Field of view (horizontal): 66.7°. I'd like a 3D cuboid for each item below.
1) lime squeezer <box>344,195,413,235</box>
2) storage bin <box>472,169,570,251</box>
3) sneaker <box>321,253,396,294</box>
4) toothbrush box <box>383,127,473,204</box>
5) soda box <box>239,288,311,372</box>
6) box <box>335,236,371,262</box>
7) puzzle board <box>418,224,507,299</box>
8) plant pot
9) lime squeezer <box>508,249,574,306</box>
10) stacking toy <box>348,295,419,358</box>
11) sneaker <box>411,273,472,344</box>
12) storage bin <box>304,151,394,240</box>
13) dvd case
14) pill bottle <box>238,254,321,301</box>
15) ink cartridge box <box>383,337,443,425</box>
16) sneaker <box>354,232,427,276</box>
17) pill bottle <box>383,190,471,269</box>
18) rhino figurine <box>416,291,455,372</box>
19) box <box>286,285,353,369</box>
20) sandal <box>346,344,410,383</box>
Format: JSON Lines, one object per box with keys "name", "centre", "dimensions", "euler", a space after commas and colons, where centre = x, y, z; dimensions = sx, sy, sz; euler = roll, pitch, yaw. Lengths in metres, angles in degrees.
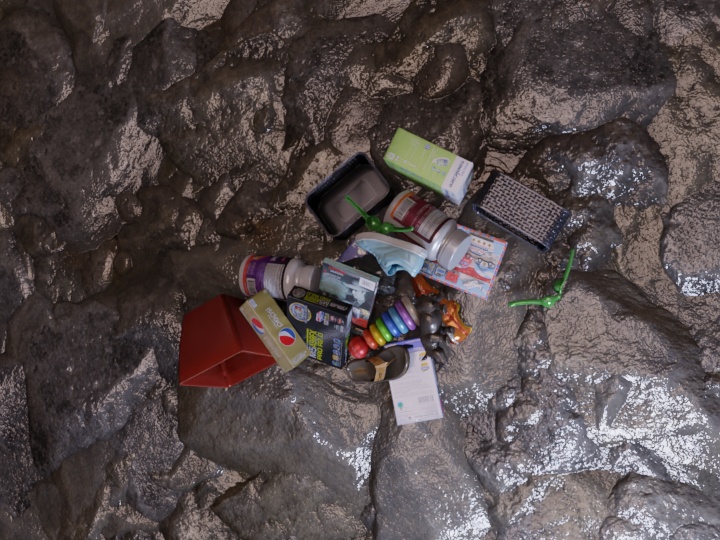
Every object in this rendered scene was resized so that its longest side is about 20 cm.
{"name": "lime squeezer", "centre": [0.049, -0.118, 1.305], "dimensions": [0.199, 0.038, 0.071], "euler": [29, 137, 28]}
{"name": "storage bin", "centre": [0.370, -0.138, 1.274], "dimensions": [0.198, 0.135, 0.095], "euler": [32, 95, 12]}
{"name": "sneaker", "centre": [0.000, 0.000, 1.370], "dimensions": [0.197, 0.076, 0.092], "euler": [11, 71, 14]}
{"name": "toothbrush box", "centre": [0.168, -0.250, 1.330], "dimensions": [0.198, 0.146, 0.087], "euler": [30, 93, 13]}
{"name": "soda box", "centre": [-0.212, 0.149, 1.358], "dimensions": [0.201, 0.064, 0.068], "euler": [55, 143, 0]}
{"name": "box", "centre": [-0.025, 0.024, 1.420], "dimensions": [0.121, 0.032, 0.201], "euler": [41, 97, 11]}
{"name": "puzzle board", "centre": [0.247, -0.033, 1.368], "dimensions": [0.197, 0.017, 0.153], "euler": [21, 92, 12]}
{"name": "plant pot", "centre": [-0.345, 0.176, 1.405], "dimensions": [0.198, 0.199, 0.178], "euler": [-27, 68, 16]}
{"name": "lime squeezer", "centre": [0.454, 0.041, 1.307], "dimensions": [0.200, 0.038, 0.071], "euler": [-42, 48, 7]}
{"name": "stacking toy", "centre": [0.055, 0.149, 1.358], "dimensions": [0.199, 0.085, 0.086], "euler": [-34, 81, 2]}
{"name": "sneaker", "centre": [0.198, 0.087, 1.357], "dimensions": [0.077, 0.073, 0.201], "euler": [-36, 87, -8]}
{"name": "storage bin", "centre": [-0.026, -0.186, 1.398], "dimensions": [0.199, 0.094, 0.136], "euler": [-38, 80, 9]}
{"name": "dvd case", "centre": [-0.037, 0.071, 1.358], "dimensions": [0.144, 0.022, 0.202], "euler": [20, 134, 9]}
{"name": "pill bottle", "centre": [-0.202, 0.021, 1.409], "dimensions": [0.197, 0.111, 0.113], "euler": [6, 89, 19]}
{"name": "ink cartridge box", "centre": [0.131, 0.273, 1.369], "dimensions": [0.118, 0.042, 0.203], "euler": [-12, 87, 14]}
{"name": "sneaker", "centre": [0.059, -0.035, 1.302], "dimensions": [0.198, 0.074, 0.083], "euler": [15, 78, 37]}
{"name": "pill bottle", "centre": [0.162, -0.097, 1.326], "dimensions": [0.199, 0.114, 0.115], "euler": [37, 96, 21]}
{"name": "rhino figurine", "centre": [0.176, 0.146, 1.296], "dimensions": [0.086, 0.060, 0.203], "euler": [4, 107, 35]}
{"name": "box", "centre": [-0.103, 0.145, 1.365], "dimensions": [0.158, 0.044, 0.202], "euler": [18, 132, 12]}
{"name": "sandal", "centre": [0.036, 0.238, 1.355], "dimensions": [0.198, 0.054, 0.083], "euler": [-16, 83, 33]}
